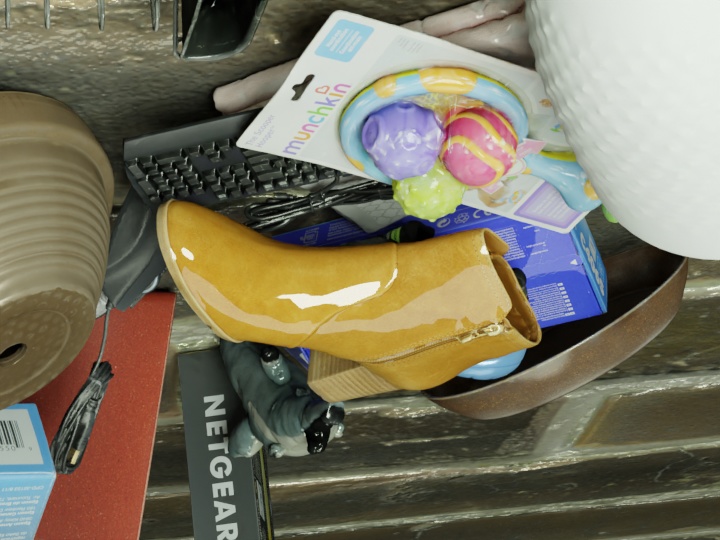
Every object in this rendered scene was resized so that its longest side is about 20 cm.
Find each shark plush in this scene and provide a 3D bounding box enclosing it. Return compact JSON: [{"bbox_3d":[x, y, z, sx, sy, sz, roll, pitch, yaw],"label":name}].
[{"bbox_3d":[-0.059,0.089,1.170,0.090,0.084,0.200,-22,-169,-4],"label":"shark plush"}]

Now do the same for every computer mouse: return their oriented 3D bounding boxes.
[{"bbox_3d":[-0.136,0.030,0.980,0.034,0.201,0.059,22,-163,7],"label":"computer mouse"}]

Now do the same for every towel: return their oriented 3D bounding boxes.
[{"bbox_3d":[0.044,-0.079,0.929,0.190,0.032,0.200,-15,159,21],"label":"towel"}]

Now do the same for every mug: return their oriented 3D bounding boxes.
[{"bbox_3d":[0.162,-0.125,0.713,0.200,0.148,0.175,-39,144,1],"label":"mug"}]

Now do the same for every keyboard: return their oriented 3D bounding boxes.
[{"bbox_3d":[-0.018,-0.056,0.895,0.199,0.021,0.127,-10,157,11],"label":"keyboard"}]

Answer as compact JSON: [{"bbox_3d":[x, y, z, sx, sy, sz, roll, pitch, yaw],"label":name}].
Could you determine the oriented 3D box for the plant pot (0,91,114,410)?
[{"bbox_3d":[-0.203,0.011,0.884,0.200,0.093,0.201,-32,156,-16],"label":"plant pot"}]

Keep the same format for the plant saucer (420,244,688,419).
[{"bbox_3d":[0.134,0.044,1.125,0.200,0.035,0.200,-28,-171,5],"label":"plant saucer"}]

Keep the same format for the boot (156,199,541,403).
[{"bbox_3d":[0.000,0.001,0.907,0.144,0.071,0.201,-21,140,25],"label":"boot"}]

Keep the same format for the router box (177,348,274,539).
[{"bbox_3d":[-0.100,0.179,1.330,0.052,0.201,0.157,-7,159,0],"label":"router box"}]

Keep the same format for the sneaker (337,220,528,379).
[{"bbox_3d":[0.007,0.005,1.017,0.199,0.083,0.071,13,-168,5],"label":"sneaker"}]

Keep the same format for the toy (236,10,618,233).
[{"bbox_3d":[0.052,-0.055,0.839,0.199,0.047,0.115,10,146,-26],"label":"toy"}]

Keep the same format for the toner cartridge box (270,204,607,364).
[{"bbox_3d":[0.047,0.002,1.072,0.199,0.043,0.095,-13,128,19],"label":"toner cartridge box"}]

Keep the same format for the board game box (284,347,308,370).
[{"bbox_3d":[0.013,0.037,1.221,0.135,0.035,0.200,-10,159,11],"label":"board game box"}]

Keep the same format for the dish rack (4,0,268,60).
[{"bbox_3d":[-0.131,-0.142,0.670,0.199,0.055,0.153,-1,158,-15],"label":"dish rack"}]

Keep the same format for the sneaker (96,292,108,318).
[{"bbox_3d":[-0.235,0.016,1.058,0.199,0.078,0.112,-4,168,8],"label":"sneaker"}]

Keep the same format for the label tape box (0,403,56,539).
[{"bbox_3d":[-0.278,0.168,1.009,0.143,0.066,0.200,2,132,-30],"label":"label tape box"}]

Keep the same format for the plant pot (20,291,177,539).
[{"bbox_3d":[-0.233,0.125,1.187,0.175,0.201,0.200,10,158,-6],"label":"plant pot"}]
